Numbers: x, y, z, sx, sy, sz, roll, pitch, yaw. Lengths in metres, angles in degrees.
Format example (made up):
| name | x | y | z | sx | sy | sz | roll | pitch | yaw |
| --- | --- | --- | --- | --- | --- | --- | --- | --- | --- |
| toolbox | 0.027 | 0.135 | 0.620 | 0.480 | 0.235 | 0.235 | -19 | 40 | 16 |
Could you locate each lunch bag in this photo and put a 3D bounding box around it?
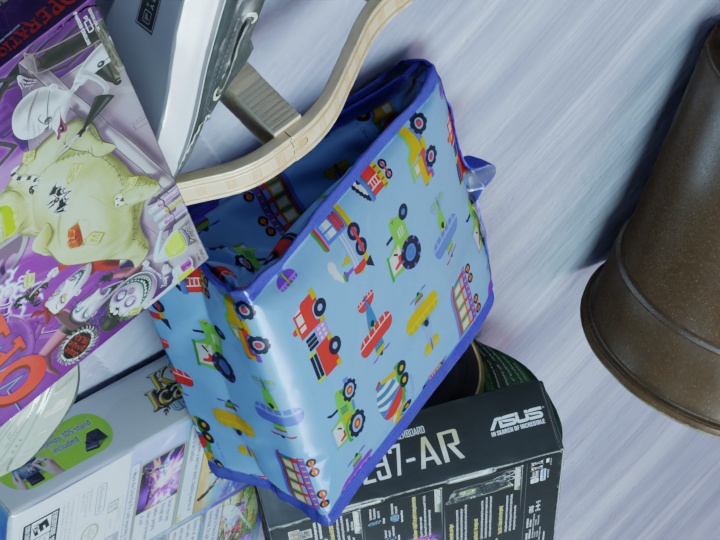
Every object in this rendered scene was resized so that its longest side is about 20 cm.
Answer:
| name | x | y | z | sx | sy | sz | roll | pitch | yaw |
| --- | --- | --- | --- | --- | --- | --- | --- | --- | --- |
| lunch bag | 0.000 | 0.000 | 1.445 | 0.200 | 0.094 | 0.151 | -41 | 131 | -28 |

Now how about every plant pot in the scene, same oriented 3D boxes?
| name | x | y | z | sx | sy | sz | roll | pitch | yaw |
| --- | --- | --- | --- | --- | --- | --- | --- | --- | --- |
| plant pot | 0.248 | -0.034 | 1.687 | 0.200 | 0.200 | 0.198 | -20 | 136 | -40 |

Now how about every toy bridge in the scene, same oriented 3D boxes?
| name | x | y | z | sx | sy | sz | roll | pitch | yaw |
| --- | --- | --- | --- | --- | --- | --- | --- | --- | --- |
| toy bridge | -0.049 | -0.077 | 1.315 | 0.200 | 0.067 | 0.027 | -37 | 153 | -14 |

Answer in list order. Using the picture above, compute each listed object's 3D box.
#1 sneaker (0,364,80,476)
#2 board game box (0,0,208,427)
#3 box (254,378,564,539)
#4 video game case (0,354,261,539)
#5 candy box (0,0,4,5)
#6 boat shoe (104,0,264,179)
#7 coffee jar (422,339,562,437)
| name | x | y | z | sx | sy | sz | roll | pitch | yaw |
| --- | --- | --- | --- | --- | --- | --- | --- | --- | --- |
| sneaker | -0.216 | 0.095 | 1.334 | 0.086 | 0.078 | 0.200 | 14 | 111 | -47 |
| board game box | -0.133 | -0.024 | 1.153 | 0.120 | 0.032 | 0.200 | -36 | 150 | -9 |
| box | 0.026 | 0.131 | 1.573 | 0.160 | 0.044 | 0.200 | -15 | 158 | -3 |
| video game case | -0.129 | 0.135 | 1.527 | 0.181 | 0.045 | 0.200 | -28 | 149 | -31 |
| candy box | -0.205 | 0.000 | 1.192 | 0.200 | 0.072 | 0.168 | -36 | 151 | -18 |
| boat shoe | -0.071 | -0.102 | 1.231 | 0.057 | 0.069 | 0.200 | -5 | 129 | -39 |
| coffee jar | 0.037 | 0.077 | 1.634 | 0.104 | 0.085 | 0.200 | -34 | 155 | 8 |
